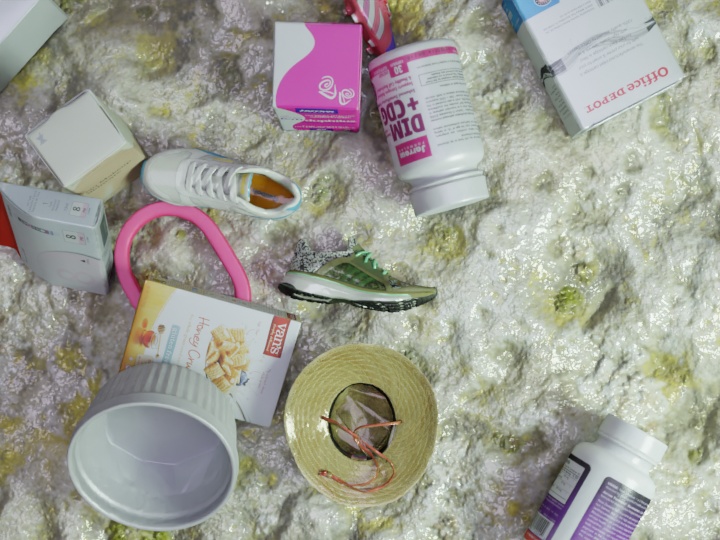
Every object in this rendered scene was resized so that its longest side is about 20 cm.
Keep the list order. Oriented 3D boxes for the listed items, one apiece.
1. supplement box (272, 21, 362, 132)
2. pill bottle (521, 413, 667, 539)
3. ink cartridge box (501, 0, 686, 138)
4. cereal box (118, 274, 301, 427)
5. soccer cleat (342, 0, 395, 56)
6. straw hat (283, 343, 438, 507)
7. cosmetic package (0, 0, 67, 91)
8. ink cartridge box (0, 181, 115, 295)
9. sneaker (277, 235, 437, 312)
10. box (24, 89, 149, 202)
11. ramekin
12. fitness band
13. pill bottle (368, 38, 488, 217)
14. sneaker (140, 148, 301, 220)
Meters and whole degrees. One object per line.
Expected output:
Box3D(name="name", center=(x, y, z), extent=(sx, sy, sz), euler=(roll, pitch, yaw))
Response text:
Box3D(name="supplement box", center=(-0.049, -0.228, 1.414), extent=(0.101, 0.200, 0.104), euler=(2, 88, 1))
Box3D(name="pill bottle", center=(0.290, 0.281, 1.443), extent=(0.111, 0.111, 0.200), euler=(30, 89, 1))
Box3D(name="ink cartridge box", center=(0.287, -0.287, 1.473), extent=(0.145, 0.084, 0.200), euler=(-27, 88, -1))
Box3D(name="cereal box", center=(-0.187, 0.100, 1.459), extent=(0.200, 0.040, 0.144), euler=(15, 100, -8))
Box3D(name="soccer cleat", center=(0.003, -0.361, 1.489), extent=(0.076, 0.067, 0.200), euler=(-29, 86, -5))
Box3D(name="straw hat", center=(0.001, 0.184, 1.460), extent=(0.201, 0.085, 0.201), euler=(0, 94, 2))
Box3D(name="cosmetic package", center=(-0.513, -0.318, 1.459), extent=(0.199, 0.123, 0.200), euler=(41, 87, 1))
Box3D(name="ink cartridge box", center=(-0.405, -0.043, 1.432), extent=(0.200, 0.163, 0.057), euler=(7, 60, -2))
Box3D(name="sneaker", center=(0.000, 0.000, 1.475), extent=(0.200, 0.077, 0.089), euler=(8, 80, -2))
Box3D(name="box", center=(-0.320, -0.144, 1.413), extent=(0.095, 0.200, 0.078), euler=(-36, 89, -1))
Box3D(name="ramekin", center=(-0.241, 0.205, 1.416), extent=(0.200, 0.105, 0.200), euler=(1, 122, 1))
Box3D(name="fitness band", center=(-0.225, 0.007, 1.490), extent=(0.144, 0.037, 0.200), euler=(-32, 90, -1))
Box3D(name="pill bottle", center=(0.087, -0.174, 1.455), extent=(0.113, 0.113, 0.200), euler=(-16, 88, 0))
Box3D(name="sneaker", center=(-0.169, -0.110, 1.453), extent=(0.200, 0.081, 0.077), euler=(9, 86, -13))
